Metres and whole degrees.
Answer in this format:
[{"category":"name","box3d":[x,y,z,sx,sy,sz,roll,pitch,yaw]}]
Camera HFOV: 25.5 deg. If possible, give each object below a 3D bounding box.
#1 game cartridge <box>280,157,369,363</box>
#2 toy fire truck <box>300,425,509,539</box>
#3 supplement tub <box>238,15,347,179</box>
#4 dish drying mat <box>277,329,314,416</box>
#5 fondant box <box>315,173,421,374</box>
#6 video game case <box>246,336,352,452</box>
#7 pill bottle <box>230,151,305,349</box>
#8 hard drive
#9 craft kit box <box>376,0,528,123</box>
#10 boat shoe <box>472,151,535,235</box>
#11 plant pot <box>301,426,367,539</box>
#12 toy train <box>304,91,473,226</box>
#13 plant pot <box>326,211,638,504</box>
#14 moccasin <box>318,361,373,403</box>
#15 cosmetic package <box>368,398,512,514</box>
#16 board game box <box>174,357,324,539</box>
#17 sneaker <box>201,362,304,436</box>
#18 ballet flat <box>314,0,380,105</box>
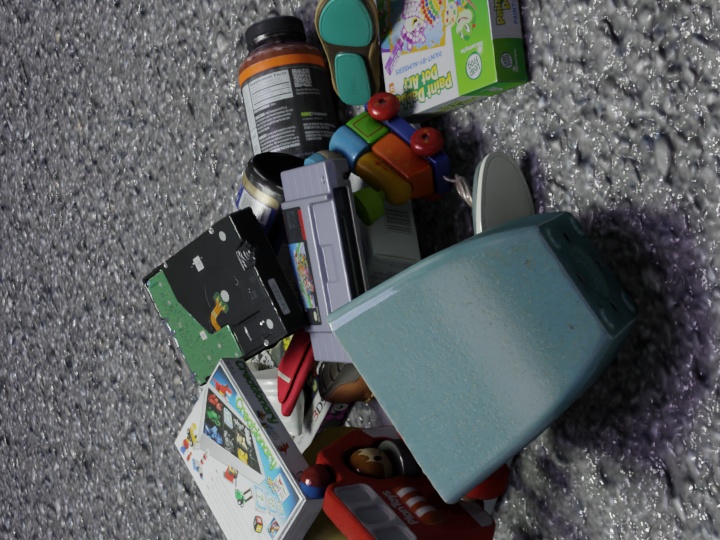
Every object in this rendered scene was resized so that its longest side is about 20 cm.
[{"category":"game cartridge","box3d":[-0.034,-0.007,1.596,0.129,0.038,0.202,-6,95,63]},{"category":"toy fire truck","box3d":[0.035,0.213,1.535,0.200,0.167,0.113,42,126,48]},{"category":"supplement tub","box3d":[-0.082,-0.190,1.843,0.107,0.106,0.202,-31,66,55]},{"category":"dish drying mat","box3d":[-0.060,0.074,1.757,0.201,0.018,0.077,113,161,-45]},{"category":"fondant box","box3d":[0.000,0.000,1.726,0.201,0.058,0.145,116,155,-43]},{"category":"video game case","box3d":[-0.076,0.115,1.925,0.201,0.036,0.182,61,139,35]},{"category":"pill bottle","box3d":[-0.100,-0.019,1.751,0.112,0.111,0.201,47,124,46]},{"category":"hard drive","box3d":[-0.147,0.032,1.700,0.200,0.038,0.140,-32,83,48]},{"category":"craft kit box","box3d":[0.086,-0.266,1.623,0.200,0.048,0.199,-15,83,58]},{"category":"boat shoe","box3d":[0.130,-0.013,1.548,0.062,0.072,0.202,-6,93,54]},{"category":"plant pot","box3d":[-0.007,0.252,1.712,0.200,0.199,0.143,-26,46,56]},{"category":"toy train","box3d":[0.041,-0.084,1.612,0.200,0.115,0.085,43,158,33]},{"category":"plant pot","box3d":[0.128,0.052,1.414,0.200,0.196,0.196,-37,85,23]},{"category":"moccasin","box3d":[0.024,0.089,1.643,0.202,0.077,0.074,126,147,-50]},{"category":"cosmetic package","box3d":[0.090,0.133,1.645,0.200,0.051,0.152,51,135,44]},{"category":"board game box","box3d":[-0.116,0.204,1.635,0.200,0.034,0.127,55,127,36]},{"category":"sneaker","box3d":[-0.133,0.162,1.929,0.199,0.075,0.089,3,107,57]},{"category":"ballet flat","box3d":[-0.011,-0.256,1.700,0.200,0.068,0.063,88,-170,-61]}]
